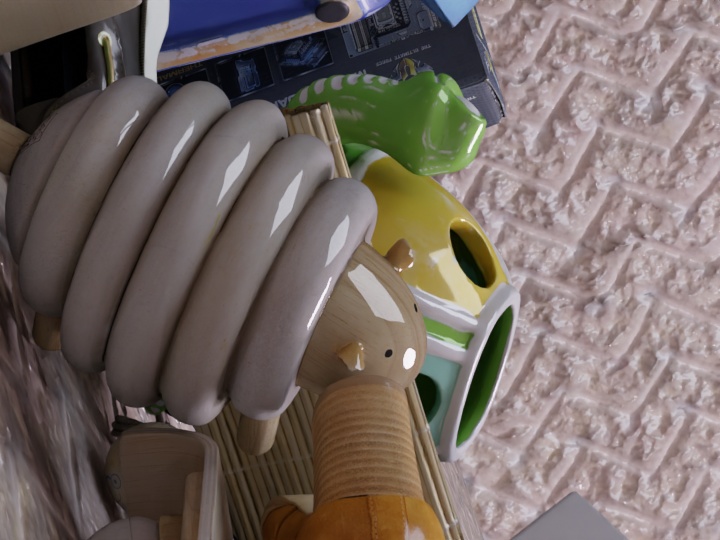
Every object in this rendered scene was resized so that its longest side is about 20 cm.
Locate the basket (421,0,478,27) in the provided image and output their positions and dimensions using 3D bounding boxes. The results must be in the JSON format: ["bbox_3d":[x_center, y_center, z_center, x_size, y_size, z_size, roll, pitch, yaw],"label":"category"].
[{"bbox_3d":[-0.037,-0.175,1.089,0.200,0.139,0.176,41,-1,11],"label":"basket"}]

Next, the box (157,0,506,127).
[{"bbox_3d":[-0.043,-0.117,1.466,0.051,0.199,0.158,56,16,-62],"label":"box"}]

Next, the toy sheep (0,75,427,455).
[{"bbox_3d":[-0.067,-0.007,1.108,0.138,0.199,0.138,23,90,-87],"label":"toy sheep"}]

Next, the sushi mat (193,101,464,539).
[{"bbox_3d":[-0.030,0.034,1.191,0.012,0.095,0.201,-59,133,-69],"label":"sushi mat"}]

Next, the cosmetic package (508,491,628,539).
[{"bbox_3d":[0.069,0.197,1.293,0.071,0.101,0.200,43,-31,23],"label":"cosmetic package"}]

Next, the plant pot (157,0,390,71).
[{"bbox_3d":[-0.090,-0.209,1.372,0.200,0.199,0.181,65,15,-55],"label":"plant pot"}]

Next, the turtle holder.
[{"bbox_3d":[0.002,0.003,1.261,0.186,0.131,0.141,-69,165,4],"label":"turtle holder"}]

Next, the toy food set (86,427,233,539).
[{"bbox_3d":[-0.070,0.158,1.044,0.200,0.060,0.144,-92,174,-70],"label":"toy food set"}]

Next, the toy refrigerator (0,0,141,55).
[{"bbox_3d":[-0.153,-0.166,1.143,0.200,0.076,0.070,61,11,-62],"label":"toy refrigerator"}]

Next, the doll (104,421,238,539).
[{"bbox_3d":[-0.052,0.155,1.195,0.136,0.048,0.201,145,-75,-75],"label":"doll"}]

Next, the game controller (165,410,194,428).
[{"bbox_3d":[-0.088,-0.008,1.354,0.200,0.042,0.105,82,-4,-54],"label":"game controller"}]

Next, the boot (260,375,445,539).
[{"bbox_3d":[0.000,0.145,1.105,0.201,0.070,0.145,94,-6,-60],"label":"boot"}]

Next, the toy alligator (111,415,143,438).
[{"bbox_3d":[-0.060,0.115,1.314,0.200,0.059,0.055,31,72,-56],"label":"toy alligator"}]

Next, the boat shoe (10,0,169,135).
[{"bbox_3d":[-0.118,-0.061,1.238,0.060,0.072,0.202,16,59,-36],"label":"boat shoe"}]
